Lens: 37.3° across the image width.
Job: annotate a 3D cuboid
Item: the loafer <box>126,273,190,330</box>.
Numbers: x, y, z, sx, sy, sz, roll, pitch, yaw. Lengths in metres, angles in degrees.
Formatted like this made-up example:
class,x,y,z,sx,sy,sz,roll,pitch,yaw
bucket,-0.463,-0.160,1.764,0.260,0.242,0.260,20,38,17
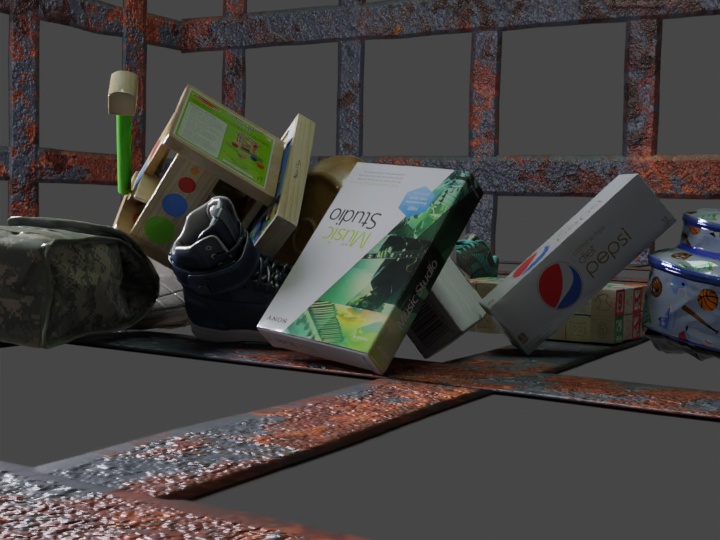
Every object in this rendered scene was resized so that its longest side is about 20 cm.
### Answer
class,x,y,z,sx,sy,sz,roll,pitch,yaw
loafer,-0.196,0.038,1.228,0.199,0.064,0.072,-22,45,-40

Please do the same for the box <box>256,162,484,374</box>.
class,x,y,z,sx,sy,sz,roll,pitch,yaw
box,0.008,-0.009,0.969,0.143,0.202,0.036,9,-29,42

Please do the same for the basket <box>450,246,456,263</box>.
class,x,y,z,sx,sy,sz,roll,pitch,yaw
basket,0.000,0.000,1.241,0.198,0.138,0.122,3,6,42

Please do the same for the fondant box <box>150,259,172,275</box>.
class,x,y,z,sx,sy,sz,roll,pitch,yaw
fondant box,-0.241,-0.041,1.349,0.058,0.144,0.200,43,19,-11

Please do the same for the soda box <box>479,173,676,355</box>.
class,x,y,z,sx,sy,sz,roll,pitch,yaw
soda box,0.214,-0.008,1.067,0.200,0.064,0.068,-43,4,1

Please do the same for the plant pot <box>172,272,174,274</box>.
class,x,y,z,sx,sy,sz,roll,pitch,yaw
plant pot,-0.177,-0.020,1.514,0.093,0.201,0.201,42,5,0

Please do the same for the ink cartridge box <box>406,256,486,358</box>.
class,x,y,z,sx,sy,sz,roll,pitch,yaw
ink cartridge box,0.072,0.022,1.090,0.050,0.110,0.200,-38,-7,13

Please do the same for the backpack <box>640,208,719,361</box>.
class,x,y,z,sx,sy,sz,roll,pitch,yaw
backpack,0.372,0.019,1.036,0.189,0.157,0.199,-15,16,-40

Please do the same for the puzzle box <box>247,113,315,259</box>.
class,x,y,z,sx,sy,sz,roll,pitch,yaw
puzzle box,-0.101,-0.069,1.163,0.025,0.133,0.201,28,35,-17

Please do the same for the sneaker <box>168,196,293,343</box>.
class,x,y,z,sx,sy,sz,roll,pitch,yaw
sneaker,-0.090,0.000,1.038,0.199,0.148,0.077,-3,39,11

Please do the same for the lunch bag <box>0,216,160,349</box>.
class,x,y,z,sx,sy,sz,roll,pitch,yaw
lunch bag,-0.321,0.007,1.090,0.162,0.120,0.200,6,6,21

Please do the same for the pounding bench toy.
class,x,y,z,sx,sy,sz,roll,pitch,yaw
pounding bench toy,-0.208,-0.101,1.139,0.198,0.156,0.125,30,29,-17

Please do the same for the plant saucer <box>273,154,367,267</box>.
class,x,y,z,sx,sy,sz,roll,pitch,yaw
plant saucer,-0.050,-0.033,1.163,0.035,0.203,0.199,16,-8,-41

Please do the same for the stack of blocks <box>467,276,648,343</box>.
class,x,y,z,sx,sy,sz,roll,pitch,yaw
stack of blocks,0.220,0.043,1.235,0.198,0.060,0.115,3,4,33

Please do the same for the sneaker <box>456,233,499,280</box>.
class,x,y,z,sx,sy,sz,roll,pitch,yaw
sneaker,0.125,-0.008,1.340,0.077,0.093,0.200,3,-17,27
